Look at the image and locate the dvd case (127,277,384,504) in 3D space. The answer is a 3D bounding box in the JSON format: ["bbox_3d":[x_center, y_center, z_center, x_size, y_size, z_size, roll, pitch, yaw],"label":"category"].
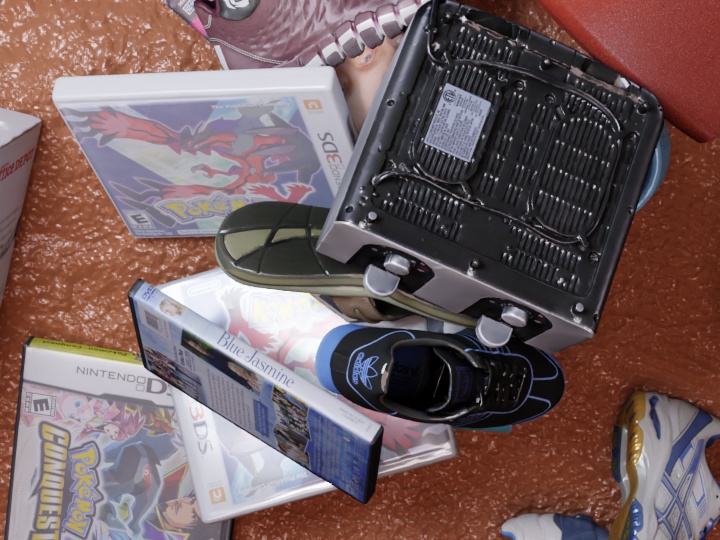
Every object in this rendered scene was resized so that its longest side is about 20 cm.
[{"bbox_3d":[-0.073,0.087,1.258,0.199,0.143,0.018,30,69,11],"label":"dvd case"}]

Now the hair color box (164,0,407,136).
[{"bbox_3d":[-0.033,-0.170,1.300,0.200,0.061,0.100,39,104,-7],"label":"hair color box"}]

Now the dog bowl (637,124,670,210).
[{"bbox_3d":[0.137,-0.059,1.322,0.199,0.050,0.112,-34,100,11],"label":"dog bowl"}]

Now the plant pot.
[{"bbox_3d":[0.227,-0.208,1.212,0.199,0.200,0.177,-36,109,12],"label":"plant pot"}]

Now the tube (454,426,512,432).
[{"bbox_3d":[0.020,0.088,1.374,0.198,0.050,0.078,5,95,7],"label":"tube"}]

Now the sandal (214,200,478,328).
[{"bbox_3d":[-0.001,-0.001,1.215,0.199,0.080,0.058,11,142,-7],"label":"sandal"}]

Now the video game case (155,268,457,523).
[{"bbox_3d":[-0.045,0.075,1.343,0.198,0.023,0.184,-16,82,6],"label":"video game case"}]

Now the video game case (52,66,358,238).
[{"bbox_3d":[-0.095,-0.079,1.271,0.198,0.023,0.183,0,149,14],"label":"video game case"}]

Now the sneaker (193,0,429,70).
[{"bbox_3d":[-0.026,-0.202,1.214,0.199,0.076,0.116,-30,109,10],"label":"sneaker"}]

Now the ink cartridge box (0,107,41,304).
[{"bbox_3d":[-0.307,-0.016,1.314,0.084,0.145,0.202,16,104,0],"label":"ink cartridge box"}]

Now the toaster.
[{"bbox_3d":[0.083,-0.065,1.153,0.180,0.119,0.201,23,71,-7],"label":"toaster"}]

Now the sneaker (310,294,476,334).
[{"bbox_3d":[0.032,-0.012,1.282,0.199,0.079,0.130,38,89,10],"label":"sneaker"}]

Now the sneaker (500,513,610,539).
[{"bbox_3d":[0.145,0.284,1.401,0.145,0.081,0.202,15,108,8],"label":"sneaker"}]

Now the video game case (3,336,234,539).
[{"bbox_3d":[-0.185,0.163,1.413,0.179,0.026,0.202,9,105,1],"label":"video game case"}]

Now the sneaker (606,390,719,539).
[{"bbox_3d":[0.231,0.187,1.326,0.087,0.075,0.202,13,67,-8],"label":"sneaker"}]

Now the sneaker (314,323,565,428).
[{"bbox_3d":[0.069,0.076,1.200,0.199,0.078,0.071,6,96,-33],"label":"sneaker"}]
